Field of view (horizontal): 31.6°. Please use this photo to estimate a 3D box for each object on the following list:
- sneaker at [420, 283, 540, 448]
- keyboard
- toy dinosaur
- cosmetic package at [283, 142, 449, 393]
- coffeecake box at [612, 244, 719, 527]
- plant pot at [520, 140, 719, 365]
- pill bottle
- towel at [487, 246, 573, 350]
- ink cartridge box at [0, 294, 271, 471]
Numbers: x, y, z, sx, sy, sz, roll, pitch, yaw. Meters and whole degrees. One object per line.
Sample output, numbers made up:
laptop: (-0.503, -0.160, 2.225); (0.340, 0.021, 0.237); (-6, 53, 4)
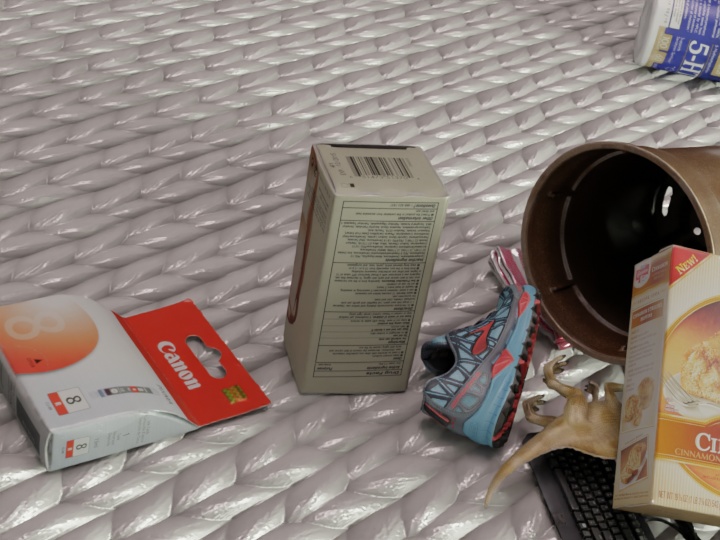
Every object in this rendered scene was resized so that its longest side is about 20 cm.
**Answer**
sneaker: (0.103, 0.067, 1.121); (0.095, 0.080, 0.200); (15, 33, 9)
keyboard: (0.214, 0.196, 1.015); (0.126, 0.021, 0.201); (1, 36, -15)
toy dinosaur: (0.176, 0.124, 1.047); (0.199, 0.059, 0.101); (-11, 39, -19)
cosmetic package: (0.000, 0.000, 1.079); (0.103, 0.201, 0.087); (1, 34, -18)
coffeecake box: (0.290, 0.098, 0.999); (0.152, 0.073, 0.202); (11, 75, -11)
plant pot: (0.287, -0.032, 1.191); (0.200, 0.201, 0.198); (36, 33, 32)
pill bottle: (0.493, -0.327, 1.778); (0.198, 0.120, 0.120); (12, 33, 3)
towel: (0.242, 0.018, 1.278); (0.199, 0.030, 0.147); (-6, 38, -25)
ink cartridge box: (-0.194, 0.074, 1.050); (0.199, 0.050, 0.162); (-16, 42, -29)
